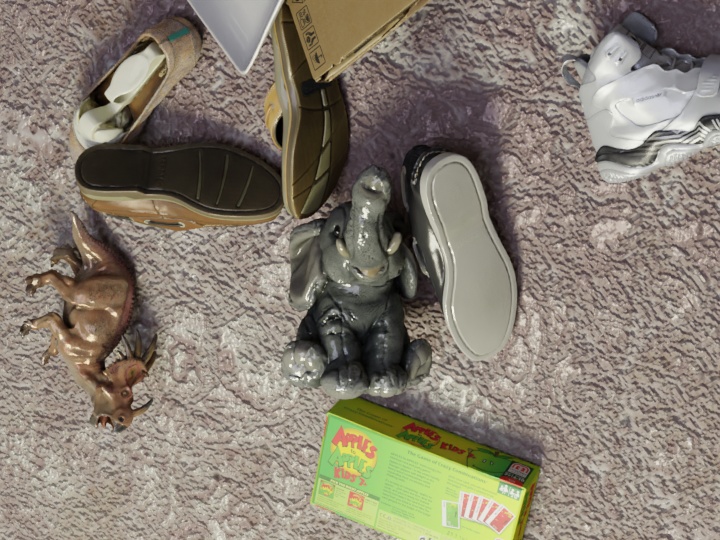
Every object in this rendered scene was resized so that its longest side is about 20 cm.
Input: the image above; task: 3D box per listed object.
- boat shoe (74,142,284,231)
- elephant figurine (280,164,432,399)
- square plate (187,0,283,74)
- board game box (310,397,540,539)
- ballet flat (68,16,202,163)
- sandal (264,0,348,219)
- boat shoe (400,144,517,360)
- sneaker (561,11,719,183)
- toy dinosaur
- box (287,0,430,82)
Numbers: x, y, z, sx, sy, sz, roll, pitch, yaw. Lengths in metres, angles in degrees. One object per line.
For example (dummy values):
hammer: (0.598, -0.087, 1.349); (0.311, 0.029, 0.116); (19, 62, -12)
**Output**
boat shoe: (-0.162, -0.074, 1.517); (0.198, 0.073, 0.068); (10, 154, 8)
elephant figurine: (0.000, 0.000, 1.418); (0.154, 0.141, 0.203); (8, 103, 39)
square plate: (-0.099, -0.304, 1.378); (0.201, 0.028, 0.199); (54, 129, 27)
board game box: (0.058, 0.200, 1.522); (0.198, 0.048, 0.103); (19, 115, 17)
ballet flat: (-0.223, -0.158, 1.508); (0.068, 0.067, 0.200); (45, 121, 4)
sandal: (-0.057, -0.147, 1.434); (0.054, 0.080, 0.202); (7, 110, 40)
boat shoe: (0.081, -0.016, 1.423); (0.060, 0.073, 0.202); (34, 150, 57)
sneaker: (0.252, -0.153, 1.283); (0.199, 0.075, 0.116); (-24, 100, 33)
toy dinosaur: (-0.252, 0.046, 1.595); (0.134, 0.086, 0.203); (9, 97, 10)
box: (-0.016, -0.279, 1.330); (0.163, 0.021, 0.202); (-32, 72, 46)
